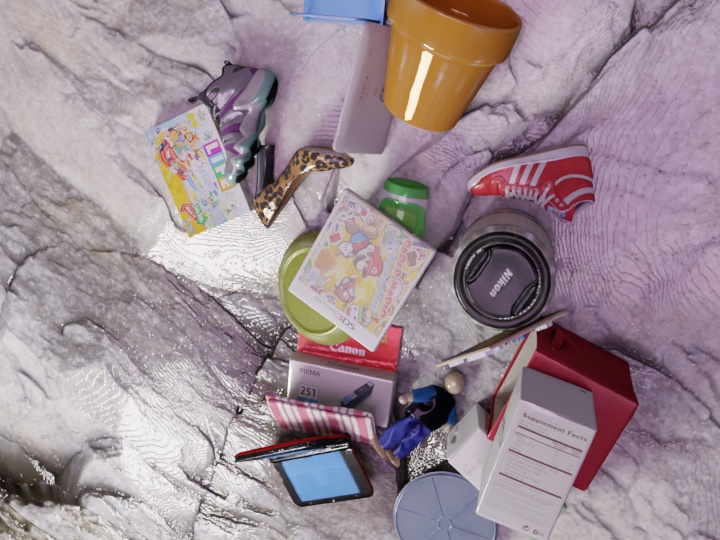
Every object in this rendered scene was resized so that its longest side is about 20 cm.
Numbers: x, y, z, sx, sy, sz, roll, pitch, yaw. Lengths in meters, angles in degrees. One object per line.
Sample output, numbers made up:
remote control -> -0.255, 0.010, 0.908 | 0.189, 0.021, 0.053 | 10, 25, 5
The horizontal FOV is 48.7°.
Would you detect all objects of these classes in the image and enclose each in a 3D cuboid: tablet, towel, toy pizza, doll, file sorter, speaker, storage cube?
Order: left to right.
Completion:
towel -> -0.067, 0.265, 1.432 | 0.196, 0.147, 0.030 | 9, 64, 7
file sorter -> -0.031, -0.488, 1.227 | 0.136, 0.123, 0.204 | 8, 106, 11
tablet -> 0.023, -0.285, 1.269 | 0.014, 0.129, 0.204 | 28, 112, 34
speaker -> 0.059, -0.048, 1.340 | 0.087, 0.088, 0.204 | 15, 107, 9
doll -> 0.109, 0.256, 1.410 | 0.200, 0.049, 0.136 | -45, 122, 9
toy pizza -> 0.158, 0.464, 1.478 | 0.196, 0.032, 0.205 | 3, 104, 13
storage cube -> 0.326, 0.209, 1.296 | 0.177, 0.171, 0.203 | 28, 109, 5

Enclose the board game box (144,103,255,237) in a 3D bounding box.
board game box -> -0.284, -0.178, 1.416 | 0.132, 0.034, 0.203 | -20, 99, 17

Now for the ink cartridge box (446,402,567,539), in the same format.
ink cartridge box -> 0.245, 0.340, 1.359 | 0.199, 0.145, 0.088 | 41, 99, 1

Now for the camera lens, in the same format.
camera lens -> 0.226, -0.006, 1.249 | 0.157, 0.200, 0.164 | 3, 105, 13

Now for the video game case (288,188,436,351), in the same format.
video game case -> 0.000, 0.000, 1.305 | 0.181, 0.023, 0.202 | 34, 105, 9

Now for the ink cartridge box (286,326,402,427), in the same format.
ink cartridge box -> -0.031, 0.176, 1.442 | 0.196, 0.045, 0.180 | 10, 107, 11

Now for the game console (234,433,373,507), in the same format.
game console -> -0.104, 0.373, 1.453 | 0.197, 0.171, 0.121 | -19, 73, 33

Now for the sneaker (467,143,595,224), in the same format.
sneaker -> 0.272, -0.121, 1.258 | 0.196, 0.071, 0.115 | -14, 74, 15

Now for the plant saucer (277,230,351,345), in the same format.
plant saucer -> -0.076, 0.034, 1.385 | 0.197, 0.031, 0.204 | 9, 106, 35

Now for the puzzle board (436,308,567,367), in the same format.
puzzle board -> 0.220, 0.113, 1.259 | 0.149, 0.200, 0.018 | -23, 84, -22

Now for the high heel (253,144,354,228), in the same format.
high heel -> -0.096, -0.139, 1.356 | 0.197, 0.071, 0.146 | 7, 100, 29

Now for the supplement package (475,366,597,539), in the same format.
supplement package -> 0.258, 0.269, 1.177 | 0.115, 0.117, 0.203 | 20, 111, 7

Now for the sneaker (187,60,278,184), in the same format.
sneaker -> -0.231, -0.254, 1.339 | 0.137, 0.078, 0.204 | 17, 81, 4

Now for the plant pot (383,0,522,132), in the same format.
plant pot -> 0.119, -0.323, 1.209 | 0.197, 0.201, 0.186 | 25, 124, 6
